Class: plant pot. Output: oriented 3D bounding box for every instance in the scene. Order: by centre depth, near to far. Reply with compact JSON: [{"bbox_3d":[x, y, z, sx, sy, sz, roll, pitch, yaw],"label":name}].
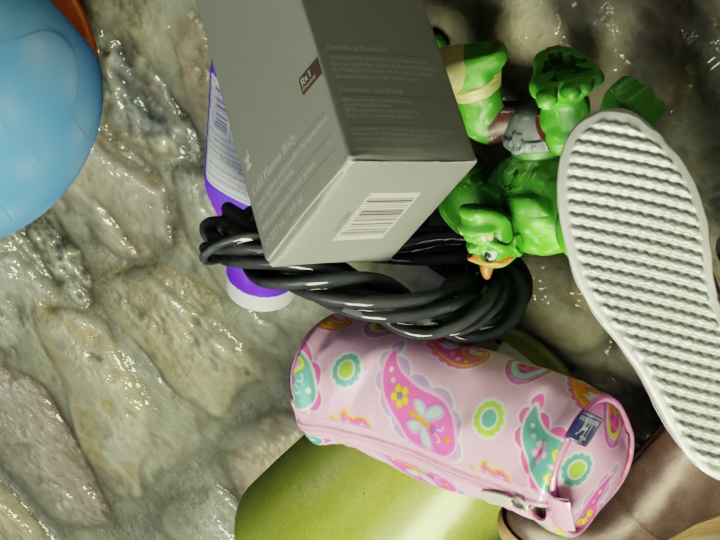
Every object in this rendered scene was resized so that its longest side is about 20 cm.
[{"bbox_3d":[0.049,0.132,1.281,0.187,0.187,0.200,38,120,2],"label":"plant pot"}]

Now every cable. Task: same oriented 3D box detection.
[{"bbox_3d":[0.000,0.000,1.164,0.163,0.199,0.051,39,118,46],"label":"cable"}]

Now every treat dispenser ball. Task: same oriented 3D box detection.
[{"bbox_3d":[-0.259,-0.114,1.256,0.200,0.201,0.202,19,133,21],"label":"treat dispenser ball"}]

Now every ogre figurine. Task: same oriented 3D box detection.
[{"bbox_3d":[0.092,-0.064,1.128,0.199,0.098,0.121,3,122,30],"label":"ogre figurine"}]

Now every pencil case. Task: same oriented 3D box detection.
[{"bbox_3d":[0.054,0.085,1.145,0.199,0.087,0.088,18,134,34],"label":"pencil case"}]

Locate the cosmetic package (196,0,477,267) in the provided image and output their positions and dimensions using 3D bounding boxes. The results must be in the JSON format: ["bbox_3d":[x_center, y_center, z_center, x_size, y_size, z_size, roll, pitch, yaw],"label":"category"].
[{"bbox_3d":[-0.020,-0.114,1.097,0.107,0.090,0.201,-51,51,47],"label":"cosmetic package"}]

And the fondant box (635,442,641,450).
[{"bbox_3d":[0.120,0.215,1.259,0.058,0.200,0.145,28,136,19],"label":"fondant box"}]

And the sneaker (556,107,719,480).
[{"bbox_3d":[0.153,0.006,1.055,0.072,0.114,0.202,-20,102,10],"label":"sneaker"}]

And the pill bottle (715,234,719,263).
[{"bbox_3d":[0.275,0.048,1.060,0.111,0.111,0.201,-20,102,43],"label":"pill bottle"}]

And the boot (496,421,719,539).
[{"bbox_3d":[0.183,0.094,1.166,0.198,0.073,0.167,-2,129,-12],"label":"boot"}]

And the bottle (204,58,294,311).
[{"bbox_3d":[-0.055,-0.062,1.255,0.083,0.065,0.201,24,135,18],"label":"bottle"}]
